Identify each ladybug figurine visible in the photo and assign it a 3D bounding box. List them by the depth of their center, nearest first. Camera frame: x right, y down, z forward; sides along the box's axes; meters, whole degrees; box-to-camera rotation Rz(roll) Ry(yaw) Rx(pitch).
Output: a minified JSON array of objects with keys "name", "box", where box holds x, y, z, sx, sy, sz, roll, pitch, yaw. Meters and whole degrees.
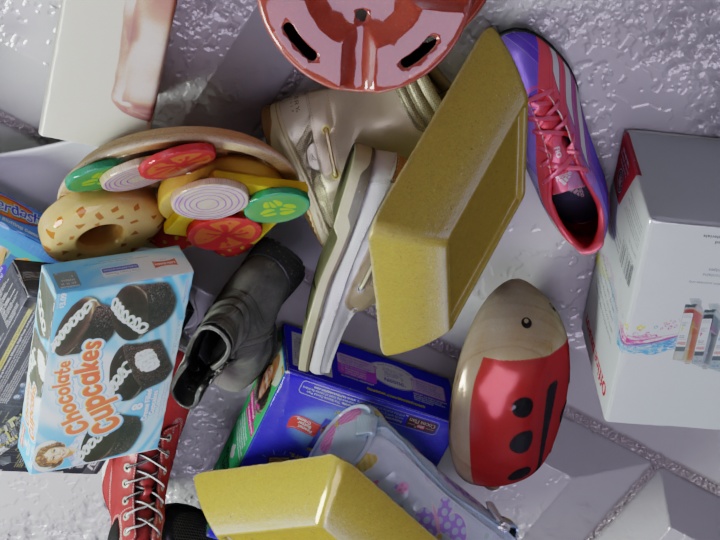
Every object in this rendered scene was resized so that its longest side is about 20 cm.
[{"name":"ladybug figurine","box":[0.133,0.106,1.570,0.071,0.135,0.202,22,124,29]}]

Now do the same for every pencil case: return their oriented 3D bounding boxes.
[{"name":"pencil case","box":[0.046,0.200,1.567,0.200,0.084,0.090,40,141,-24]}]

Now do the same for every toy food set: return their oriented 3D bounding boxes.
[{"name":"toy food set","box":[-0.143,-0.054,1.422,0.198,0.049,0.198,7,153,-28]}]

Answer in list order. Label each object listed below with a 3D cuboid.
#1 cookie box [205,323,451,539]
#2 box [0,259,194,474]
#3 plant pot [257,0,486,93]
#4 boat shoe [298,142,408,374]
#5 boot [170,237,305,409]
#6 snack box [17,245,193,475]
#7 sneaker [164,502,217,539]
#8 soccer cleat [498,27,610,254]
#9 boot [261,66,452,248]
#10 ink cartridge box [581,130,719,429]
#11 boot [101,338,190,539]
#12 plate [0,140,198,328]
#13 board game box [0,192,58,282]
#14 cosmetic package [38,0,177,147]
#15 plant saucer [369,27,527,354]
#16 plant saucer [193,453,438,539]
[{"name":"cookie box","box":[-0.030,0.169,1.639,0.170,0.075,0.201,19,119,-15]},{"name":"box","box":[-0.250,0.085,1.503,0.160,0.049,0.201,4,130,-40]},{"name":"plant pot","box":[0.007,-0.224,1.297,0.198,0.196,0.203,1,110,3]},{"name":"boat shoe","box":[0.000,0.000,1.448,0.068,0.075,0.202,14,117,-7]},{"name":"boot","box":[-0.121,0.067,1.511,0.067,0.131,0.201,34,142,6]},{"name":"snack box","box":[-0.206,0.073,1.451,0.115,0.037,0.201,-9,135,-27]},{"name":"sneaker","box":[-0.103,0.274,1.684,0.114,0.077,0.199,-17,128,40]},{"name":"soccer cleat","box":[0.157,-0.104,1.474,0.068,0.073,0.201,-20,121,10]},{"name":"boot","box":[0.027,-0.080,1.488,0.154,0.073,0.201,-24,116,12]},{"name":"ink cartridge box","box":[0.277,0.011,1.510,0.143,0.146,0.202,5,123,-6]},{"name":"boot","box":[-0.182,0.167,1.581,0.072,0.145,0.201,8,126,-14]},{"name":"plate","box":[-0.252,-0.025,1.533,0.198,0.032,0.201,-10,122,4]},{"name":"board game box","box":[-0.327,0.004,1.502,0.199,0.045,0.153,28,117,-20]},{"name":"cosmetic package","box":[-0.183,-0.203,1.382,0.086,0.104,0.202,11,123,-9]},{"name":"plant saucer","box":[0.077,-0.050,1.390,0.048,0.201,0.201,23,155,17]},{"name":"plant saucer","box":[-0.028,0.240,1.552,0.199,0.049,0.200,-13,133,46]}]
